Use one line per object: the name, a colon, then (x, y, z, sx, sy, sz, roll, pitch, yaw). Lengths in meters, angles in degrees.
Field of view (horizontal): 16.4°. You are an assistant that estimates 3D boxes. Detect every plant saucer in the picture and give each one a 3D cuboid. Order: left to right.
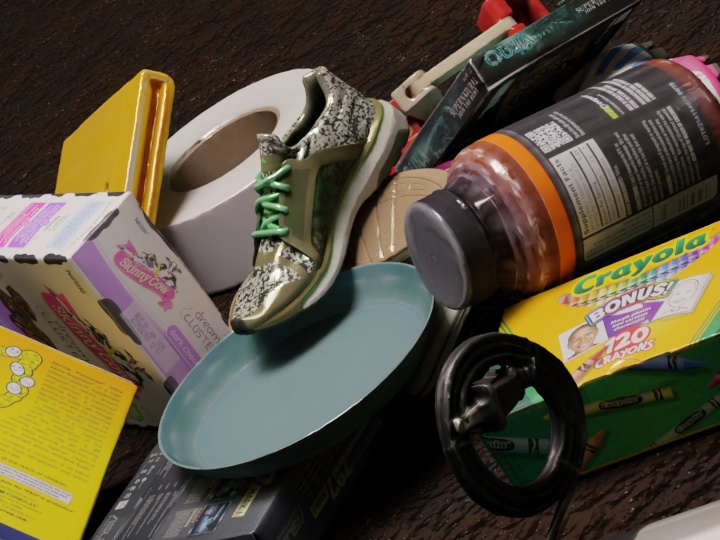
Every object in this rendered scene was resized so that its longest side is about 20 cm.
plant saucer: (-0.036, 0.067, 1.563, 0.199, 0.028, 0.200, -26, 24, 12)

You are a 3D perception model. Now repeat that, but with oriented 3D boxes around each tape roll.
tape roll: (-0.089, -0.071, 1.960, 0.202, 0.071, 0.203, -29, 24, 15)

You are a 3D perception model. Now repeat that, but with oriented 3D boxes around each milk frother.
milk frother: (0.146, 0.114, 1.144, 0.187, 0.201, 0.181, -22, 23, 26)

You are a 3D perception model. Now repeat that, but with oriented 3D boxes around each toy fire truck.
toy fire truck: (0.044, -0.117, 1.801, 0.199, 0.049, 0.141, -31, -15, -29)

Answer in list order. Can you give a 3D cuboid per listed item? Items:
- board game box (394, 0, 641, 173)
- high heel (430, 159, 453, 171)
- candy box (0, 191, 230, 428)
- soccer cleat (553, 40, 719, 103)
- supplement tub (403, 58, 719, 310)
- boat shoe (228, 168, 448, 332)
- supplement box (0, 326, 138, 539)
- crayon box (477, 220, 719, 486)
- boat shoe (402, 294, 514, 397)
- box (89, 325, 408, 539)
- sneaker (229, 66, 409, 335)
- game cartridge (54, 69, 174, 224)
board game box: (0.105, -0.127, 1.715, 0.135, 0.028, 0.200, -31, -9, -22)
high heel: (0.021, -0.042, 1.756, 0.199, 0.067, 0.096, -33, 34, 14)
candy box: (-0.190, 0.029, 1.784, 0.199, 0.168, 0.072, 0, 42, 53)
soccer cleat: (0.187, -0.104, 1.655, 0.086, 0.070, 0.200, -26, 15, -6)
supplement tub: (0.126, -0.047, 1.528, 0.199, 0.108, 0.107, -25, 19, -22)
boat shoe: (0.000, 0.000, 1.681, 0.199, 0.065, 0.072, -33, 42, 26)
supplement box: (-0.233, 0.149, 1.643, 0.200, 0.109, 0.109, -75, 11, -57)
crayon box: (0.170, 0.042, 1.419, 0.199, 0.058, 0.119, -23, 26, 26)
boat shoe: (0.091, 0.000, 1.601, 0.201, 0.062, 0.075, -59, 14, -15)
box: (-0.071, 0.127, 1.590, 0.157, 0.051, 0.200, -15, 30, 38)
sneaker: (-0.048, -0.049, 1.639, 0.077, 0.089, 0.201, -8, 48, 50)
game cartridge: (-0.202, -0.045, 1.947, 0.200, 0.032, 0.178, 150, 130, -63)
